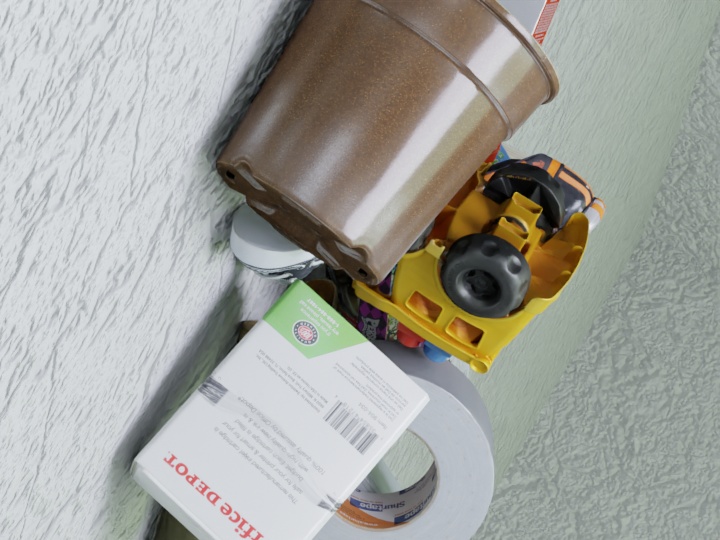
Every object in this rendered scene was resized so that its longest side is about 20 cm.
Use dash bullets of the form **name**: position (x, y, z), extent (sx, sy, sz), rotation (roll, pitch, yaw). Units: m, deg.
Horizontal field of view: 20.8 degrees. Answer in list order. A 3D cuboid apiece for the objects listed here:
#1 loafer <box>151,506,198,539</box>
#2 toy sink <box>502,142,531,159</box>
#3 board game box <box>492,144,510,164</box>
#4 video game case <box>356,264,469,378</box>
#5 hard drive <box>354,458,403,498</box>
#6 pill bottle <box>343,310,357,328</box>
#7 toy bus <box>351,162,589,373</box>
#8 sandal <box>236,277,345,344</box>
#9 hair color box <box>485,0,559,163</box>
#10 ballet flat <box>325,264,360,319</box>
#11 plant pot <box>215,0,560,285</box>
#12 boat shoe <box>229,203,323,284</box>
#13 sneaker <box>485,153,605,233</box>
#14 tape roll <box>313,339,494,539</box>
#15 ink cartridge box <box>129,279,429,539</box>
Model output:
- **loafer**: position (-0.144, 0.209, 1.685), extent (0.070, 0.075, 0.201), rotation (33, 73, -72)
- **toy sink**: position (0.096, -0.042, 2.020), extent (0.200, 0.130, 0.112), rotation (-53, 163, -37)
- **board game box**: position (0.122, -0.100, 1.891), extent (0.036, 0.201, 0.151), rotation (-30, 165, 0)
- **video game case**: position (0.054, 0.038, 1.782), extent (0.181, 0.036, 0.201), rotation (-26, 126, -56)
- **hard drive**: position (-0.010, 0.166, 1.805), extent (0.026, 0.200, 0.132), rotation (-33, -165, 6)
- **pill bottle**: position (0.036, 0.011, 1.907), extent (0.112, 0.112, 0.201), rotation (-46, 155, -54)
- **toy bus**: position (0.060, -0.010, 1.615), extent (0.192, 0.199, 0.136), rotation (-58, -179, 44)
- **sandal**: position (-0.041, 0.041, 1.753), extent (0.212, 0.077, 0.070), rotation (5, 106, -70)
- **hair color box**: position (0.101, -0.206, 1.768), extent (0.201, 0.110, 0.064), rotation (-69, 167, 15)
- **ballet flat**: position (0.000, 0.000, 1.767), extent (0.072, 0.072, 0.201), rotation (-56, 149, -31)
- **plant pot**: position (0.008, -0.112, 1.431), extent (0.199, 0.200, 0.200), rotation (-53, 166, -9)
- **boat shoe**: position (-0.061, -0.021, 1.576), extent (0.200, 0.071, 0.068), rotation (-50, 161, -70)
- **sneaker**: position (0.115, -0.025, 1.753), extent (0.200, 0.112, 0.078), rotation (-47, -177, 11)
- **tape roll**: position (0.016, 0.164, 1.693), extent (0.066, 0.199, 0.201), rotation (-85, -165, -68)
- **ink cartridge box**: position (-0.066, 0.133, 1.561), extent (0.200, 0.145, 0.084), rotation (-48, 179, -17)
